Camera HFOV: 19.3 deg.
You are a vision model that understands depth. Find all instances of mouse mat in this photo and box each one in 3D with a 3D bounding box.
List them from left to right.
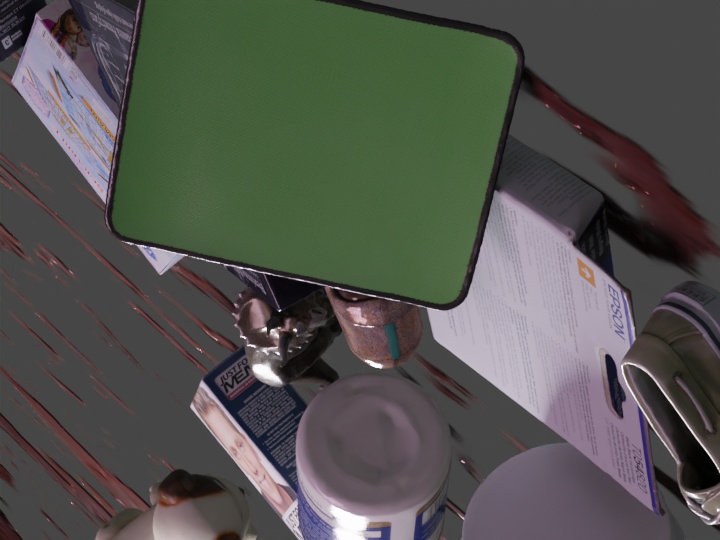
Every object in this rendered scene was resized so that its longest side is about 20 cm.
[{"bbox_3d":[-0.026,-0.067,1.090,0.008,0.198,0.162,-83,6,-63],"label":"mouse mat"}]

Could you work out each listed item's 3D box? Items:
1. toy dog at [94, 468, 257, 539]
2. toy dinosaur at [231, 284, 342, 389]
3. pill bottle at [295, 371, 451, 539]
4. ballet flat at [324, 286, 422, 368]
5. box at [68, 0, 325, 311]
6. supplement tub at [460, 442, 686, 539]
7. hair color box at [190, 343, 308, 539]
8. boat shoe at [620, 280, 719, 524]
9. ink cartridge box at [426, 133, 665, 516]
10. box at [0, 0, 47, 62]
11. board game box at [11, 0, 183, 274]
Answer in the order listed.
[{"bbox_3d":[-0.192,0.271,2.125,0.200,0.193,0.140,-41,72,38],"label":"toy dog"},{"bbox_3d":[-0.048,0.038,1.471,0.077,0.102,0.200,48,160,13],"label":"toy dinosaur"},{"bbox_3d":[0.008,0.164,1.553,0.111,0.111,0.200,45,160,20],"label":"pill bottle"},{"bbox_3d":[0.000,0.000,1.248,0.200,0.068,0.068,-99,-7,-65],"label":"ballet flat"},{"bbox_3d":[-0.070,-0.101,1.202,0.183,0.104,0.200,65,167,-23],"label":"box"},{"bbox_3d":[0.133,0.212,1.296,0.145,0.145,0.201,39,157,33],"label":"supplement tub"},{"bbox_3d":[-0.055,0.162,1.776,0.200,0.060,0.100,50,161,7],"label":"hair color box"},{"bbox_3d":[0.189,0.098,1.089,0.072,0.062,0.201,16,141,60],"label":"boat shoe"},{"bbox_3d":[0.102,0.015,1.173,0.200,0.041,0.200,39,156,37],"label":"ink cartridge box"},{"bbox_3d":[-0.362,-0.264,1.622,0.200,0.124,0.197,34,155,44],"label":"box"},{"bbox_3d":[-0.184,-0.101,1.623,0.200,0.041,0.199,53,163,-2],"label":"board game box"}]
